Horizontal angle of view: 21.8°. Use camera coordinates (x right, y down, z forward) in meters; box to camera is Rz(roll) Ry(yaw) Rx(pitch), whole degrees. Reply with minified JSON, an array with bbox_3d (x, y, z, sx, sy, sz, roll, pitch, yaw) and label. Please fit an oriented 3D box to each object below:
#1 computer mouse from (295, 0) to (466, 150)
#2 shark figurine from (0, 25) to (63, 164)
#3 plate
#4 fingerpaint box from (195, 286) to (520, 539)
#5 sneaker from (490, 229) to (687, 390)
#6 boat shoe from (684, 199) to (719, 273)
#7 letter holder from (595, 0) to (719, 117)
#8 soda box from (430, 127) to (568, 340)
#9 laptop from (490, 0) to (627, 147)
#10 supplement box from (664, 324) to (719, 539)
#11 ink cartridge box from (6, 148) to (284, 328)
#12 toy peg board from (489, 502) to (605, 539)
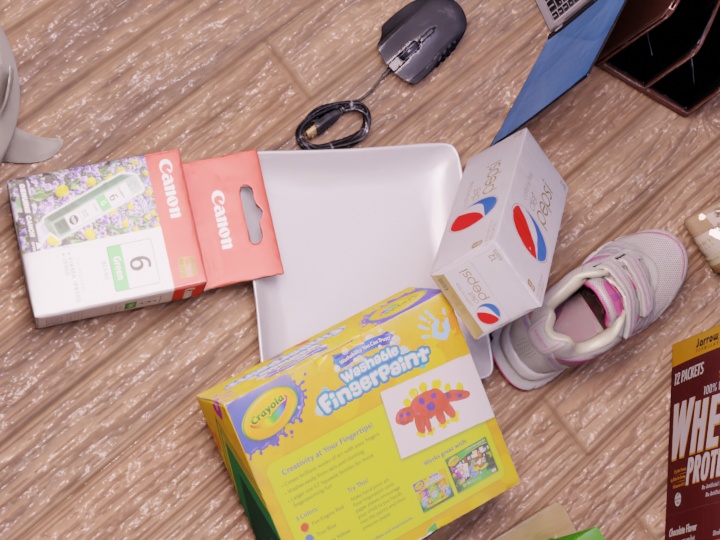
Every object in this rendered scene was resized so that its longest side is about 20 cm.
[{"bbox_3d":[0.020,-0.165,1.557,0.059,0.034,0.200,45,66,-5],"label":"computer mouse"},{"bbox_3d":[-0.287,-0.156,1.412,0.127,0.089,0.217,-6,80,-23],"label":"shark figurine"},{"bbox_3d":[0.000,0.000,1.507,0.198,0.032,0.202,-5,77,-21],"label":"plate"},{"bbox_3d":[-0.001,0.129,1.427,0.199,0.073,0.168,-27,102,-21],"label":"fingerpaint box"},{"bbox_3d":[0.205,0.028,1.546,0.199,0.088,0.082,-35,90,-25],"label":"sneaker"},{"bbox_3d":[0.369,-0.079,1.646,0.200,0.071,0.065,-38,92,-23],"label":"boat shoe"},{"bbox_3d":[0.308,-0.261,1.631,0.100,0.142,0.201,28,68,-11],"label":"letter holder"},{"bbox_3d":[0.112,-0.032,1.478,0.068,0.063,0.200,53,26,-18],"label":"soda box"},{"bbox_3d":[0.148,-0.236,1.539,0.115,0.187,0.201,-23,85,-24],"label":"laptop"},{"bbox_3d":[0.370,0.160,1.550,0.195,0.133,0.202,11,73,-17],"label":"supplement box"},{"bbox_3d":[-0.162,-0.031,1.427,0.198,0.050,0.110,-12,81,-11],"label":"ink cartridge box"},{"bbox_3d":[0.139,0.309,1.444,0.199,0.098,0.200,-27,87,-24],"label":"toy peg board"}]
